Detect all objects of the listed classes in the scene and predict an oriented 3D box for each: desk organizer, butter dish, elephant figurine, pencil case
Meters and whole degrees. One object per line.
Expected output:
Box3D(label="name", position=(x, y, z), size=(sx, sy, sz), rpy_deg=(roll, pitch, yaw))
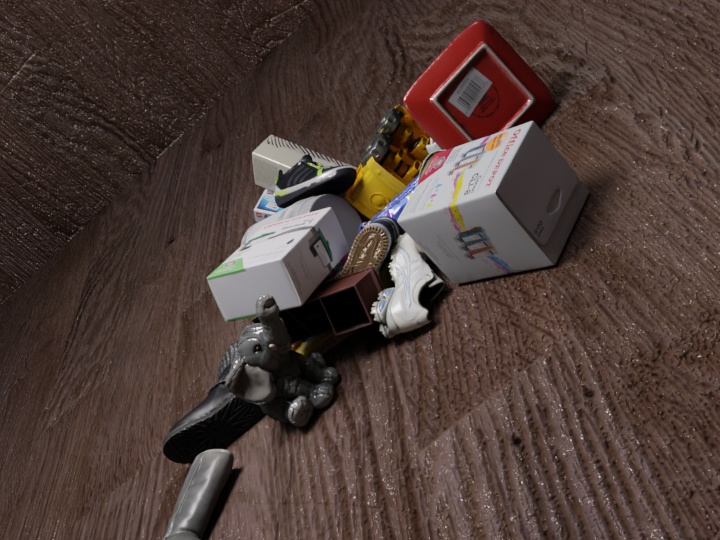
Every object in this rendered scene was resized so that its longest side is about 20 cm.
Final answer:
Box3D(label="desk organizer", position=(-0.061, 0.066, 1.512), size=(0.199, 0.072, 0.077), rpy_deg=(-20, 10, 28))
Box3D(label="butter dish", position=(0.183, -0.279, 1.643), size=(0.200, 0.199, 0.148), rpy_deg=(-47, 13, -4))
Box3D(label="elephant figurine", position=(-0.139, 0.132, 1.482), size=(0.155, 0.200, 0.141), rpy_deg=(-46, 24, -1))
Box3D(label="pencil case", position=(0.083, -0.099, 1.630), size=(0.200, 0.087, 0.078), rpy_deg=(-39, 45, 10))

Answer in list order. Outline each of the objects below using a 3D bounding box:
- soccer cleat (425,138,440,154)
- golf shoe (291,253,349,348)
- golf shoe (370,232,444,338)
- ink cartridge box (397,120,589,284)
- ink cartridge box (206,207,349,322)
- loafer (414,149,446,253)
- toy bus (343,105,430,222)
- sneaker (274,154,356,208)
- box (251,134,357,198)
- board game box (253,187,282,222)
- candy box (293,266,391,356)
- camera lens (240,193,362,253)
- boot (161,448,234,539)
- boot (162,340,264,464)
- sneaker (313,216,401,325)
Box3D(label="soccer cleat", position=(0.166, -0.252, 1.742), size=(0.070, 0.086, 0.201), rpy_deg=(-27, 28, 35))
Box3D(label="golf shoe", position=(-0.084, 0.041, 1.640), size=(0.200, 0.075, 0.092), rpy_deg=(-43, 20, 4))
Box3D(label="golf shoe", position=(0.089, 0.017, 1.483), size=(0.096, 0.079, 0.201), rpy_deg=(-8, 45, 27))
Box3D(label="ink cartridge box", position=(0.186, -0.090, 1.377), size=(0.199, 0.145, 0.146), rpy_deg=(-13, 38, 49))
Box3D(label="ink cartridge box", position=(-0.124, -0.012, 1.539), size=(0.145, 0.085, 0.200), rpy_deg=(-13, 21, 27))
Box3D(label="loafer", position=(0.121, -0.118, 1.512), size=(0.075, 0.069, 0.201), rpy_deg=(1, 51, 10))
Box3D(label="toy bus", position=(0.049, -0.169, 1.779), size=(0.192, 0.135, 0.201), rpy_deg=(-46, 15, 41))
Box3D(label="sneaker", position=(-0.090, -0.169, 1.735), size=(0.199, 0.071, 0.084), rpy_deg=(-15, 74, 43))
Box3D(label="box", position=(-0.104, -0.177, 1.847), size=(0.199, 0.083, 0.068), rpy_deg=(24, 50, 21))
Box3D(label="board game box", position=(-0.089, -0.127, 1.878), size=(0.198, 0.035, 0.127), rpy_deg=(13, 49, 14))
Box3D(label="candy box", position=(-0.031, 0.075, 1.617), size=(0.199, 0.026, 0.103), rpy_deg=(-37, 29, 20))
Box3D(label="camera lens", position=(-0.105, -0.035, 1.747), size=(0.199, 0.160, 0.161), rpy_deg=(-22, 32, 42))
Box3D(label="boot", position=(-0.233, 0.357, 1.461), size=(0.181, 0.073, 0.201), rpy_deg=(-18, 29, 43))
Box3D(label="boot", position=(-0.242, 0.220, 1.660), size=(0.210, 0.080, 0.158), rpy_deg=(-33, 31, 8))
Box3D(label="sneaker", position=(0.000, 0.000, 1.571), size=(0.201, 0.070, 0.109), rpy_deg=(-57, -4, 25))
